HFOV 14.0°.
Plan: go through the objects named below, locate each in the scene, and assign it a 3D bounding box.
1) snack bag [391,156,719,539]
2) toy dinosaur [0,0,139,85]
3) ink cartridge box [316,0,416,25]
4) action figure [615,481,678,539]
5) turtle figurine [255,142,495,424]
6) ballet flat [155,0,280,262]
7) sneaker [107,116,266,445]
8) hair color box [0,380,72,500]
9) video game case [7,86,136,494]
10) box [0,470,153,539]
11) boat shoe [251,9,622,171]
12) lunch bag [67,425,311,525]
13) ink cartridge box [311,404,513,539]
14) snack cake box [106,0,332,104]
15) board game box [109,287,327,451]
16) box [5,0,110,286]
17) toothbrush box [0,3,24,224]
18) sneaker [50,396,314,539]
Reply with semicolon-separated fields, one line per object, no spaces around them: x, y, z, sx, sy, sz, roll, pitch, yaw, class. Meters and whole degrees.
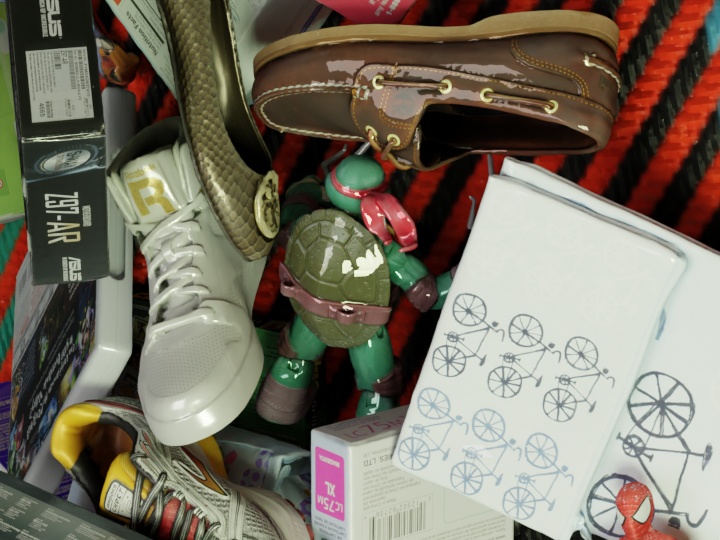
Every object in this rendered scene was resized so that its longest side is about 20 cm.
0.130;0.061;1.442;0.199;0.021;0.189;24;121;7;snack bag
-0.184;-0.196;1.702;0.181;0.200;0.105;38;157;-17;toy dinosaur
-0.030;-0.232;1.469;0.199;0.086;0.148;28;130;-7;ink cartridge box
0.146;0.205;1.444;0.065;0.052;0.201;-7;88;27;action figure
0.000;0.000;1.562;0.149;0.100;0.201;34;127;33;turtle figurine
-0.073;-0.103;1.546;0.046;0.067;0.201;-14;97;10;ballet flat
-0.103;-0.002;1.560;0.073;0.200;0.116;-20;121;13;sneaker
-0.198;0.176;1.820;0.200;0.065;0.110;46;128;28;hair color box
-0.167;0.024;1.690;0.200;0.023;0.183;123;153;-49;video game case
-0.146;0.194;1.570;0.199;0.046;0.159;18;139;43;box
0.034;-0.086;1.475;0.199;0.070;0.071;-4;69;25;boat shoe
-0.083;0.183;1.658;0.169;0.127;0.201;9;113;43;lunch bag
0.028;0.171;1.558;0.042;0.119;0.201;14;110;48;ink cartridge box
-0.100;-0.199;1.624;0.200;0.067;0.115;54;133;19;snack cake box
-0.097;0.070;1.722;0.199;0.023;0.105;12;108;42;board game box
-0.162;-0.116;1.526;0.160;0.043;0.201;97;166;-62;box
-0.270;-0.119;1.755;0.086;0.145;0.201;-13;92;46;toothbrush box
-0.096;0.135;1.540;0.200;0.082;0.078;39;110;41;sneaker
